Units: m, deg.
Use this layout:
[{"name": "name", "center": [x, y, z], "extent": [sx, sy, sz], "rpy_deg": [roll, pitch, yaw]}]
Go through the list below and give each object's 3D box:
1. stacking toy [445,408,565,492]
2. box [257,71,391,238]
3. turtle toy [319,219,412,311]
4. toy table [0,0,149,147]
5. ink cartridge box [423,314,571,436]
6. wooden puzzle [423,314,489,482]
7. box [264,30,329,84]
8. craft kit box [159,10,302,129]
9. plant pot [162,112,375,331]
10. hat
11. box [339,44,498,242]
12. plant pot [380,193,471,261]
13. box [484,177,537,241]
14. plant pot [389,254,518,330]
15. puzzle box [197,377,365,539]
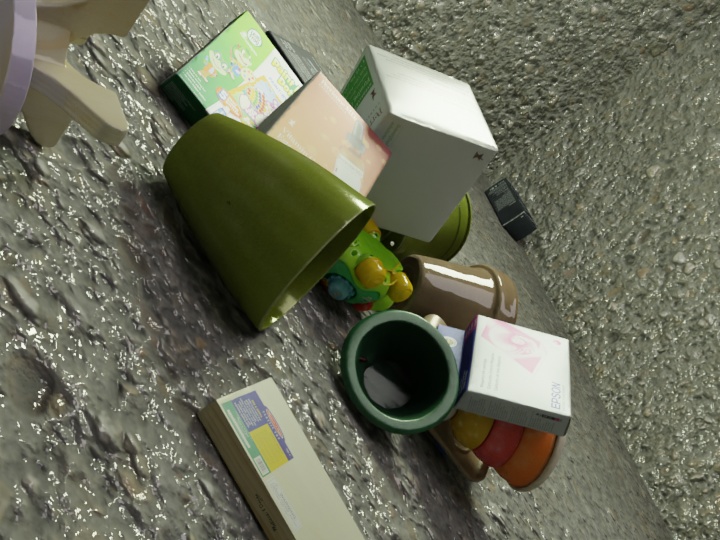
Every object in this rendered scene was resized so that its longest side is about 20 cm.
[{"name": "stacking toy", "center": [0.177, 0.215, 1.306], "extent": [0.198, 0.147, 0.147], "rpy_deg": [23, 27, -17]}, {"name": "box", "center": [-0.071, -0.131, 1.189], "extent": [0.152, 0.106, 0.201], "rpy_deg": [45, 41, -15]}, {"name": "turtle toy", "center": [0.000, 0.000, 1.325], "extent": [0.199, 0.101, 0.147], "rpy_deg": [30, 26, -53]}, {"name": "toy table", "center": [-0.268, -0.183, 0.770], "extent": [0.116, 0.183, 0.202], "rpy_deg": [12, 52, -45]}, {"name": "ink cartridge box", "center": [0.198, 0.138, 1.312], "extent": [0.197, 0.044, 0.197], "rpy_deg": [15, 30, 3]}, {"name": "wooden puzzle", "center": [0.130, 0.192, 1.387], "extent": [0.200, 0.046, 0.186], "rpy_deg": [49, 37, -13]}, {"name": "box", "center": [-0.112, -0.283, 1.506], "extent": [0.149, 0.104, 0.200], "rpy_deg": [56, 14, 9]}, {"name": "craft kit box", "center": [-0.152, -0.228, 1.276], "extent": [0.201, 0.048, 0.198], "rpy_deg": [52, 40, -19]}, {"name": "plant pot", "center": [-0.117, -0.070, 1.020], "extent": [0.200, 0.187, 0.187], "rpy_deg": [43, 15, 4]}, {"name": "hat", "center": [0.028, 0.159, 1.261], "extent": [0.199, 0.176, 0.167], "rpy_deg": [-22, 76, -34]}, {"name": "box", "center": [0.059, -0.185, 1.387], "extent": [0.198, 0.200, 0.173], "rpy_deg": [14, 41, -29]}, {"name": "plant pot", "center": [0.066, -0.094, 1.606], "extent": [0.202, 0.200, 0.192], "rpy_deg": [59, 27, 10]}, {"name": "box", "center": [0.598, -0.242, 3.673], "extent": [0.148, 0.104, 0.201], "rpy_deg": [40, 23, -48]}, {"name": "plant pot", "center": [0.129, 0.062, 1.512], "extent": [0.173, 0.201, 0.201], "rpy_deg": [26, 29, -26]}, {"name": "puzzle box", "center": [-0.068, 0.200, 0.866], "extent": [0.201, 0.025, 0.133], "rpy_deg": [59, 16, 7]}]
